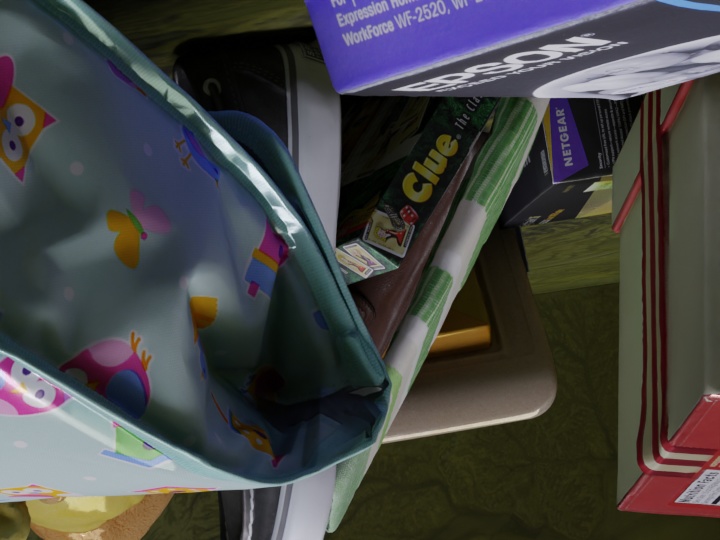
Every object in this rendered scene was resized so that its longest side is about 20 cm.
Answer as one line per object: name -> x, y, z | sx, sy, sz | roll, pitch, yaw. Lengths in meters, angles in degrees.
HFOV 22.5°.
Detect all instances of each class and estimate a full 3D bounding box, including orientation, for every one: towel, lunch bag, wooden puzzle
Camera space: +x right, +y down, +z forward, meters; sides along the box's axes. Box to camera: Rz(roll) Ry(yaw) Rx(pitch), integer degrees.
towel -> 0.026, 0.011, 0.756 | 0.023, 0.200, 0.153 | 27, 166, 4
lunch bag -> -0.108, 0.010, 0.538 | 0.170, 0.122, 0.200 | -13, 146, 38
wooden puzzle -> 0.000, 0.011, 0.988 | 0.184, 0.200, 0.037 | -9, 131, -1

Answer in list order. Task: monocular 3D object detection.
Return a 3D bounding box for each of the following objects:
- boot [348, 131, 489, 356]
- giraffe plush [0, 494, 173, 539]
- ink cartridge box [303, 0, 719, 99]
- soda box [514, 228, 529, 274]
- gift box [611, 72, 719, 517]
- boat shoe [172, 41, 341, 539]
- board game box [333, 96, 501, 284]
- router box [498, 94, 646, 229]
boot -> 0.000, 0.000, 0.843 | 0.064, 0.200, 0.186 | 32, 171, 5
giraffe plush -> -0.127, 0.045, 0.732 | 0.162, 0.173, 0.200 | 35, -179, 36
ink cartridge box -> 0.087, -0.089, 0.523 | 0.200, 0.044, 0.198 | -4, 174, -44
soda box -> 0.060, -0.013, 1.385 | 0.071, 0.064, 0.200 | -8, 175, -15
gift box -> 0.205, -0.004, 0.719 | 0.199, 0.187, 0.185 | 5, 158, -7
boat shoe -> -0.043, 0.018, 0.653 | 0.056, 0.201, 0.069 | 1, -178, -19
board game box -> -0.007, -0.034, 0.741 | 0.023, 0.105, 0.200 | 34, 160, -15
router box -> 0.154, -0.066, 0.914 | 0.157, 0.052, 0.200 | -9, 176, -3
